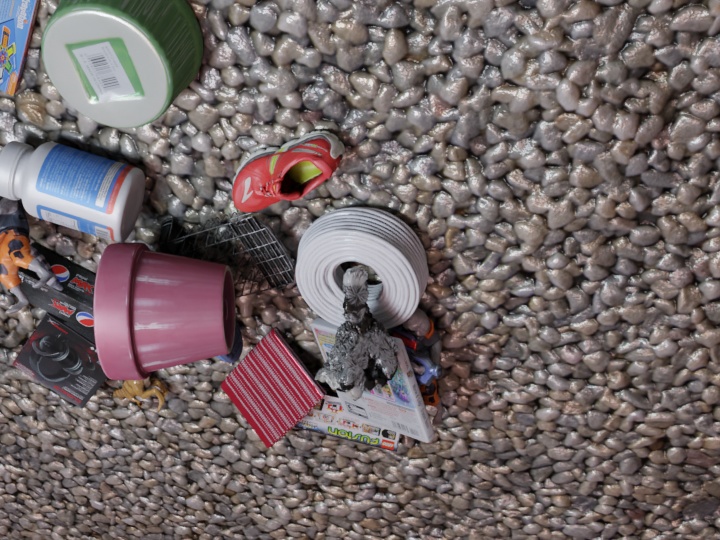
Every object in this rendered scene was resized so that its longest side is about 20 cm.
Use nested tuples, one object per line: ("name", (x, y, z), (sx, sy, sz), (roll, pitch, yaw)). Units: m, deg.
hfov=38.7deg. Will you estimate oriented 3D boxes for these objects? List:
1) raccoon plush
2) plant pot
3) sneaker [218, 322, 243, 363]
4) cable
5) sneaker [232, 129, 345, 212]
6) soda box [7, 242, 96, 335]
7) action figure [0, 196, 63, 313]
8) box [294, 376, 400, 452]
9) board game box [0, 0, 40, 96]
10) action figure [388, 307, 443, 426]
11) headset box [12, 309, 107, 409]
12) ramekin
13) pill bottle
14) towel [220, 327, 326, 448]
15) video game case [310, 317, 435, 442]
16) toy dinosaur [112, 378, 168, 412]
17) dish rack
("raccoon plush", (-0.011, 0.093, 1.508), (0.095, 0.204, 0.133), (1, -177, -28))
("plant pot", (-0.278, 0.058, 1.501), (0.175, 0.202, 0.202), (-2, 133, 2))
("sneaker", (-0.274, 0.078, 1.665), (0.200, 0.074, 0.082), (45, 129, -13))
("cable", (0.000, 0.000, 1.503), (0.196, 0.070, 0.202), (11, 133, 11))
("sneaker", (-0.111, -0.127, 1.413), (0.198, 0.086, 0.077), (-26, 121, 34))
("soda box", (-0.470, 0.040, 1.685), (0.198, 0.071, 0.064), (29, 133, -11))
("action figure", (-0.542, -0.039, 1.577), (0.200, 0.103, 0.196), (-37, 74, 56))
("box", (-0.024, 0.245, 1.766), (0.196, 0.035, 0.111), (13, 134, 5))
("board game box", (-0.492, -0.335, 1.382), (0.102, 0.020, 0.201), (28, 134, -7))
("action figure", (0.067, 0.131, 1.619), (0.198, 0.104, 0.196), (31, 135, 31))
("headset box", (-0.502, 0.141, 1.784), (0.148, 0.078, 0.200), (36, 130, -14))
("ramekin", (-0.310, -0.282, 1.319), (0.196, 0.099, 0.202), (8, 134, 9))
("pill bottle", (-0.423, -0.122, 1.494), (0.196, 0.113, 0.113), (18, 135, 0))
("towel", (-0.150, 0.202, 1.741), (0.145, 0.022, 0.200), (51, 131, 6))
("video game case", (0.018, 0.169, 1.606), (0.198, 0.024, 0.185), (12, 129, 47))
("toy dinosaur", (-0.388, 0.197, 1.816), (0.105, 0.061, 0.200), (31, 133, -10))
("dish rack", (-0.199, -0.023, 1.561), (0.197, 0.055, 0.154), (-13, 128, 25))
